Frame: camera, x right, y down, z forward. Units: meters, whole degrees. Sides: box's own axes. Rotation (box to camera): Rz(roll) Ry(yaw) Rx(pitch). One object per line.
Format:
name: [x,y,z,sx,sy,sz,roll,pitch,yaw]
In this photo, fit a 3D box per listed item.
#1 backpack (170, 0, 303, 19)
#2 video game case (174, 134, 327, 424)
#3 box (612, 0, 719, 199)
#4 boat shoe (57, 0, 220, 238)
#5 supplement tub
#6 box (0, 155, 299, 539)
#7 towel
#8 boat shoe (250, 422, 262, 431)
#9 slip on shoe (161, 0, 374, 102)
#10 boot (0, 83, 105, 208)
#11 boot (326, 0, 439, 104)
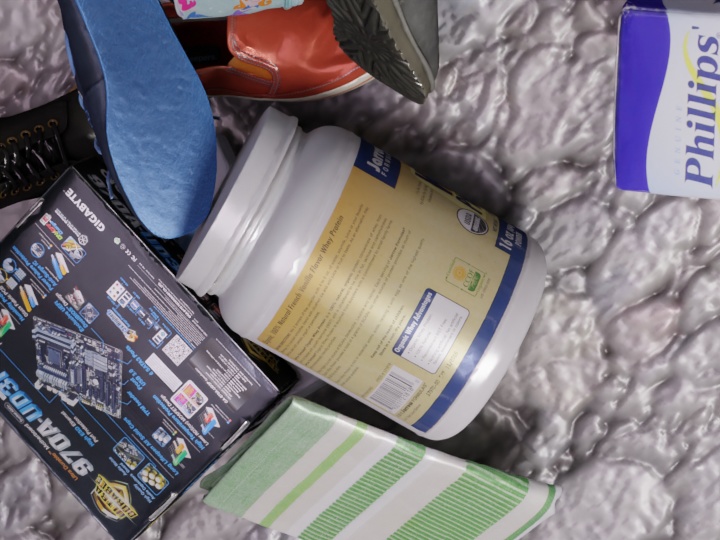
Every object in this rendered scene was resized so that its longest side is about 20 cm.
backpack: [-0.073,-0.239,1.304,0.149,0.200,0.179,-5,107,1]
video game case: [-0.136,0.037,1.476,0.199,0.022,0.183,-30,75,20]
box: [0.256,-0.114,1.233,0.198,0.184,0.106,5,112,18]
boat shoe: [-0.136,-0.119,1.355,0.083,0.069,0.202,-14,95,-19]
supplement tub: [0.000,0.000,1.370,0.199,0.145,0.145,29,117,-8]
box: [-0.162,0.053,1.425,0.200,0.046,0.159,46,109,2]
towel: [0.012,0.145,1.432,0.199,0.024,0.153,21,143,-19]
boat shoe: [-0.128,0.095,1.515,0.200,0.066,0.072,-22,100,25]
slip on shoe: [-0.063,-0.146,1.393,0.198,0.061,0.075,-4,75,15]
boot: [-0.212,-0.070,1.446,0.199,0.138,0.078,-21,99,23]
boot: [0.061,-0.212,1.300,0.072,0.182,0.201,30,76,17]
